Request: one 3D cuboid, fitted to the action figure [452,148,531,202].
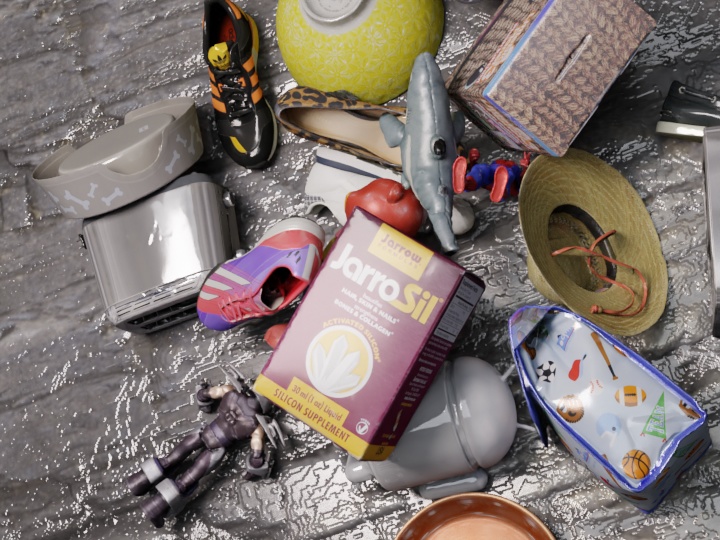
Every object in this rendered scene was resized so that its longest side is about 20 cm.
[{"bbox_3d":[0.138,-0.097,1.381,0.064,0.200,0.053,9,95,13],"label":"action figure"}]

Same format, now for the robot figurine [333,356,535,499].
[{"bbox_3d":[0.073,0.154,1.383,0.197,0.113,0.171,-17,113,14],"label":"robot figurine"}]

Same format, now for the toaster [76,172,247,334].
[{"bbox_3d":[-0.222,-0.014,1.522,0.197,0.114,0.131,-19,74,11],"label":"toaster"}]

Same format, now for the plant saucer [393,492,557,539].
[{"bbox_3d":[0.116,0.325,1.371,0.197,0.032,0.204,-5,76,18],"label":"plant saucer"}]

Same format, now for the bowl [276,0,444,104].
[{"bbox_3d":[-0.013,-0.293,1.525,0.197,0.108,0.203,-4,75,16],"label":"bowl"}]

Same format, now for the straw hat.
[{"bbox_3d":[0.212,-0.014,1.389,0.085,0.199,0.204,-36,62,51],"label":"straw hat"}]

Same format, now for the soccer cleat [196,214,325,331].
[{"bbox_3d":[-0.109,0.020,1.399,0.199,0.068,0.074,-36,36,39],"label":"soccer cleat"}]

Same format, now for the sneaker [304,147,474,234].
[{"bbox_3d":[0.030,-0.069,1.483,0.198,0.076,0.082,22,96,26],"label":"sneaker"}]

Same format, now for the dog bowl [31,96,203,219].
[{"bbox_3d":[-0.264,-0.124,1.532,0.198,0.201,0.059,-19,111,13],"label":"dog bowl"}]

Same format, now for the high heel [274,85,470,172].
[{"bbox_3d":[0.010,-0.138,1.426,0.198,0.142,0.072,27,112,25],"label":"high heel"}]

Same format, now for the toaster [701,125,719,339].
[{"bbox_3d":[0.384,-0.035,1.284,0.117,0.200,0.184,-4,76,12],"label":"toaster"}]

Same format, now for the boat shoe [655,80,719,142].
[{"bbox_3d":[0.398,-0.158,1.375,0.197,0.074,0.067,9,91,29],"label":"boat shoe"}]

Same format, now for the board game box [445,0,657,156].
[{"bbox_3d":[0.182,-0.212,1.383,0.096,0.200,0.160,36,89,-13],"label":"board game box"}]

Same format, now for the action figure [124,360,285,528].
[{"bbox_3d":[-0.161,0.185,1.480,0.199,0.069,0.131,-39,61,1],"label":"action figure"}]

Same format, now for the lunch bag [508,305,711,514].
[{"bbox_3d":[0.225,0.126,1.312,0.124,0.170,0.200,-46,69,-3],"label":"lunch bag"}]

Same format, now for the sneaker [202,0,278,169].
[{"bbox_3d":[-0.148,-0.216,1.559,0.069,0.090,0.203,-14,72,14],"label":"sneaker"}]

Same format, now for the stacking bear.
[{"bbox_3d":[0.000,0.000,1.416,0.113,0.121,0.202,26,102,16],"label":"stacking bear"}]

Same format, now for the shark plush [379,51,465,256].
[{"bbox_3d":[0.063,-0.110,1.352,0.089,0.084,0.203,9,63,-6],"label":"shark plush"}]

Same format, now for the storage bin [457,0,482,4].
[{"bbox_3d":[0.111,-0.395,1.476,0.134,0.094,0.201,-32,48,-5],"label":"storage bin"}]

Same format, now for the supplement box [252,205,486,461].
[{"bbox_3d":[0.010,0.063,1.301,0.130,0.103,0.202,29,91,18],"label":"supplement box"}]
